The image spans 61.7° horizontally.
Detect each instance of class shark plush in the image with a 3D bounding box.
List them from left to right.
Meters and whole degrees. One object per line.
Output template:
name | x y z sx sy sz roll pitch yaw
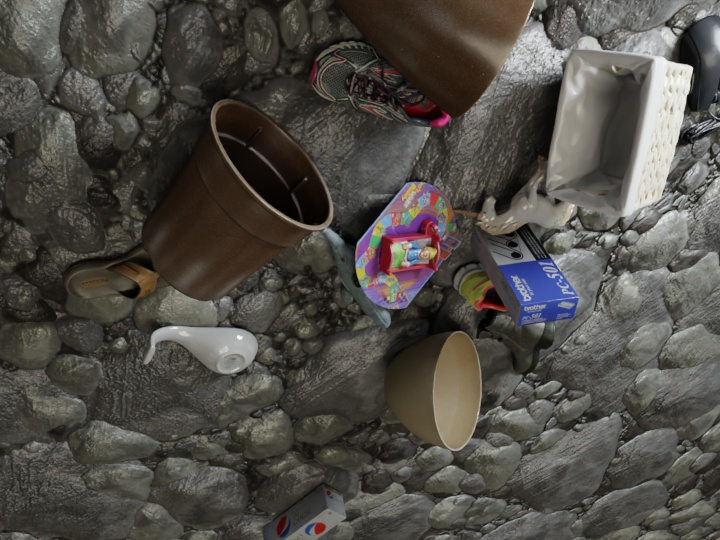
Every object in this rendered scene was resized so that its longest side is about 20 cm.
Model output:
shark plush | 0.000 0.000 0.948 0.089 0.084 0.203 -18 128 0

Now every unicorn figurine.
unicorn figurine | 0.269 -0.108 0.946 0.196 0.074 0.139 16 116 -21

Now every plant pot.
plant pot | -0.170 -0.076 0.792 0.199 0.203 0.197 33 120 -32
plant pot | 0.071 -0.312 0.696 0.197 0.188 0.189 25 117 -13
plant pot | 0.119 0.211 1.087 0.132 0.203 0.202 -2 137 34

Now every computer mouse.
computer mouse | 0.556 -0.291 0.904 0.138 0.046 0.202 -22 128 4

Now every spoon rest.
spoon rest | -0.262 0.128 1.001 0.197 0.061 0.100 13 124 -38

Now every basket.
basket | 0.356 -0.193 0.831 0.121 0.135 0.205 -13 117 -34

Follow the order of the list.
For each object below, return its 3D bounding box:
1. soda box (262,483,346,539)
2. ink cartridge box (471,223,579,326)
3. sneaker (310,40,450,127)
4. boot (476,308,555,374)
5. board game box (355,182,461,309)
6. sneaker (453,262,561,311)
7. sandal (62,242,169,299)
soda box | -0.127 0.563 1.339 0.199 0.064 0.068 -40 126 16
ink cartridge box | 0.249 -0.002 0.936 0.091 0.202 0.045 -7 130 -9
sneaker | 0.031 -0.240 0.788 0.195 0.075 0.082 7 124 -18
boot | 0.275 0.125 1.121 0.127 0.069 0.201 11 150 5
board game box | 0.082 -0.032 0.923 0.201 0.039 0.158 -50 128 -9
sneaker | 0.263 0.033 1.037 0.195 0.091 0.080 -9 126 -10
sandal | -0.340 0.008 0.884 0.195 0.055 0.083 -11 128 -6
